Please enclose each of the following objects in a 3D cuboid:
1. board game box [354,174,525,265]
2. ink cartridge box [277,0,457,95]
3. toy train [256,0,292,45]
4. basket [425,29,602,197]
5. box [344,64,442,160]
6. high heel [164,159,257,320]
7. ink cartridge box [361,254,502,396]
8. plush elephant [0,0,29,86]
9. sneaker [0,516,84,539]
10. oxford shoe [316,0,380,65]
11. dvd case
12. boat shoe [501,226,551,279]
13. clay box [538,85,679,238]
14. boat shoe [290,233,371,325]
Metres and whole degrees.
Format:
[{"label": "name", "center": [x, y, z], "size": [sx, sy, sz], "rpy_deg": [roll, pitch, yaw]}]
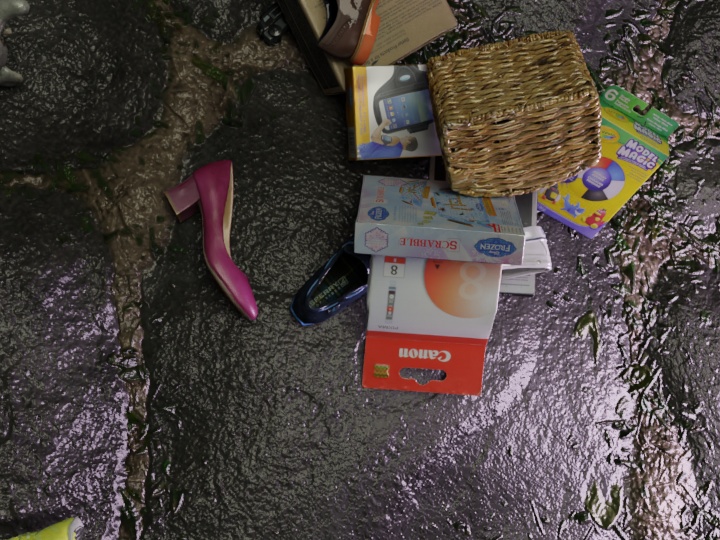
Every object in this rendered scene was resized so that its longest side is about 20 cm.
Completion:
[{"label": "board game box", "center": [0.095, -0.066, 1.308], "size": [0.198, 0.200, 0.041], "rpy_deg": [5, 111, 2]}, {"label": "ink cartridge box", "center": [0.007, -0.351, 1.403], "size": [0.199, 0.075, 0.166], "rpy_deg": [-33, 108, -21]}, {"label": "toy train", "center": [-0.068, -0.380, 1.432], "size": [0.046, 0.034, 0.200], "rpy_deg": [41, 71, 8]}, {"label": "basket", "center": [0.193, -0.192, 1.330], "size": [0.198, 0.143, 0.150], "rpy_deg": [-13, 44, 5]}, {"label": "box", "center": [0.080, -0.208, 1.375], "size": [0.198, 0.041, 0.120], "rpy_deg": [-5, 98, -15]}, {"label": "high heel", "center": [-0.157, -0.041, 1.311], "size": [0.096, 0.067, 0.201], "rpy_deg": [-30, 85, -9]}, {"label": "ink cartridge box", "center": [0.085, 0.063, 1.316], "size": [0.161, 0.050, 0.202], "rpy_deg": [4, 102, -2]}, {"label": "plush elephant", "center": [-0.459, -0.300, 1.234], "size": [0.155, 0.165, 0.200], "rpy_deg": [41, 99, 9]}, {"label": "sneaker", "center": [-0.400, 0.323, 1.161], "size": [0.199, 0.075, 0.077], "rpy_deg": [-29, 88, -21]}, {"label": "oxford shoe", "center": [-0.006, -0.363, 1.319], "size": [0.072, 0.071, 0.202], "rpy_deg": [12, 87, -19]}, {"label": "dvd case", "center": [0.162, -0.068, 1.416], "size": [0.149, 0.025, 0.202], "rpy_deg": [3, 78, 3]}, {"label": "boat shoe", "center": [0.148, -0.001, 1.352], "size": [0.199, 0.074, 0.066], "rpy_deg": [-16, 75, 0]}, {"label": "clay box", "center": [0.321, -0.143, 1.412], "size": [0.114, 0.200, 0.048], "rpy_deg": [27, 43, -9]}, {"label": "boat shoe", "center": [0.000, 0.000, 1.351], "size": [0.084, 0.069, 0.200], "rpy_deg": [43, 70, -4]}]
